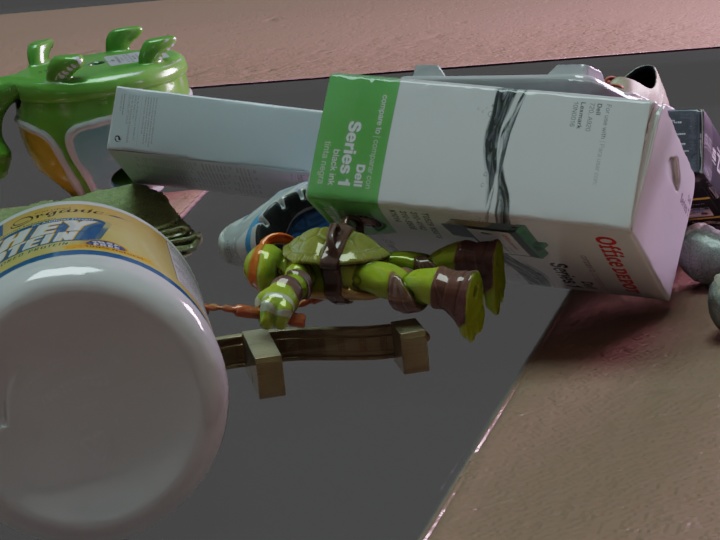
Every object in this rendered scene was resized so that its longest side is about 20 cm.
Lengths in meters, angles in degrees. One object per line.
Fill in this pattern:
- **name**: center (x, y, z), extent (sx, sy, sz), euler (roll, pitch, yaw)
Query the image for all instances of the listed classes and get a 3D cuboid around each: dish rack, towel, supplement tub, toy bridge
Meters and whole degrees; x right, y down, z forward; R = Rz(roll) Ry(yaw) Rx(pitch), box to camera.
- **dish rack**: center (0.124, -0.106, 1.605), extent (0.200, 0.044, 0.171), euler (4, -10, 40)
- **towel**: center (-0.205, -0.023, 1.728), extent (0.148, 0.037, 0.200), euler (-11, 15, -14)
- **supplement tub**: center (-0.147, 0.045, 1.205), extent (0.144, 0.145, 0.200), euler (-9, 14, -7)
- **toy bridge**: center (-0.057, 0.053, 1.368), extent (0.199, 0.027, 0.067), euler (-8, 14, -9)

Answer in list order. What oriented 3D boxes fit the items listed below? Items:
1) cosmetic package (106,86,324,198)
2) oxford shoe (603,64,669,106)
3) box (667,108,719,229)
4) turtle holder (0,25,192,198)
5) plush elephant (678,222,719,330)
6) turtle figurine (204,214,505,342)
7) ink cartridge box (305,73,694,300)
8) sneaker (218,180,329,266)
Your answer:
- **cosmetic package**: center (-0.101, -0.090, 1.731), extent (0.150, 0.052, 0.200), euler (9, -5, 0)
- **oxford shoe**: center (0.183, -0.110, 1.795), extent (0.070, 0.075, 0.200), euler (1, 16, 26)
- **box**: center (0.143, -0.059, 1.543), extent (0.200, 0.049, 0.161), euler (-2, -12, 19)
- **turtle holder**: center (-0.227, -0.122, 1.933), extent (0.185, 0.132, 0.141), euler (-20, 20, -40)
- **plush elephant**: center (0.283, -0.060, 1.381), extent (0.199, 0.155, 0.165), euler (-6, 14, 8)
- **turtle figurine**: center (0.000, 0.000, 1.356), extent (0.161, 0.065, 0.200), euler (4, 6, 17)
- **ink cartridge box**: center (0.087, -0.049, 1.393), extent (0.200, 0.085, 0.146), euler (7, -15, 20)
- **sneaker**: center (-0.017, -0.043, 1.648), extent (0.200, 0.075, 0.087), euler (-15, 7, -38)
